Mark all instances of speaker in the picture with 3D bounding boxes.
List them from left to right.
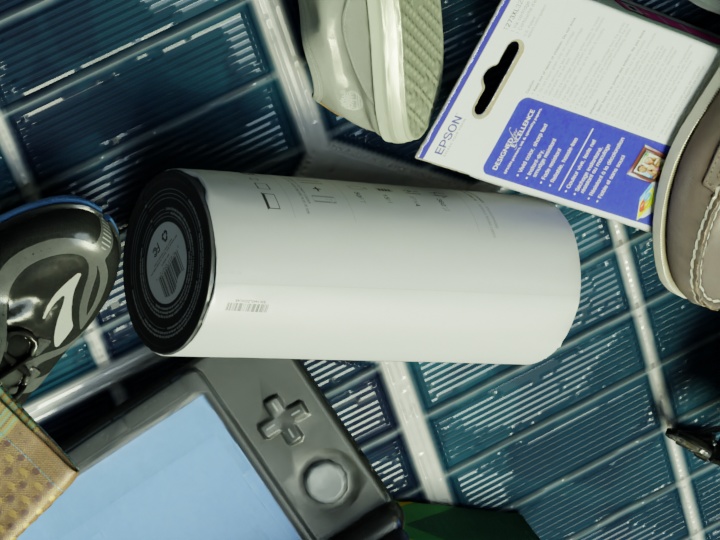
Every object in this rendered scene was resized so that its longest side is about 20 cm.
[{"bbox_3d":[0.000,0.000,1.081,0.199,0.081,0.082,2,119,-35],"label":"speaker"}]

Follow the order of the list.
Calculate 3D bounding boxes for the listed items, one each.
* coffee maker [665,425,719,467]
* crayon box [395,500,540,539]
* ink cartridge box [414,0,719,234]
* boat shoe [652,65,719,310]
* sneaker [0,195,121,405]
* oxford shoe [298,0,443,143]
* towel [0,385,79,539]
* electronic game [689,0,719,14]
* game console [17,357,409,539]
[{"bbox_3d":[0.254,0.019,1.188,0.134,0.191,0.201,24,87,-57],"label":"coffee maker"},{"bbox_3d":[-0.013,0.177,1.216,0.199,0.052,0.126,9,115,-31],"label":"crayon box"},{"bbox_3d":[0.115,-0.074,1.122,0.199,0.037,0.095,14,113,-40],"label":"ink cartridge box"},{"bbox_3d":[0.194,-0.064,1.114,0.071,0.060,0.201,4,118,-34],"label":"boat shoe"},{"bbox_3d":[-0.167,0.055,1.046,0.071,0.083,0.200,36,98,-36],"label":"sneaker"},{"bbox_3d":[-0.001,-0.146,1.017,0.057,0.075,0.201,11,123,21],"label":"oxford shoe"},{"bbox_3d":[-0.232,0.061,0.996,0.147,0.022,0.200,-45,95,5],"label":"towel"},{"bbox_3d":[0.201,-0.205,1.087,0.198,0.042,0.201,-12,124,-18],"label":"electronic game"},{"bbox_3d":[-0.079,0.151,1.072,0.199,0.118,0.171,-33,98,8],"label":"game console"}]
